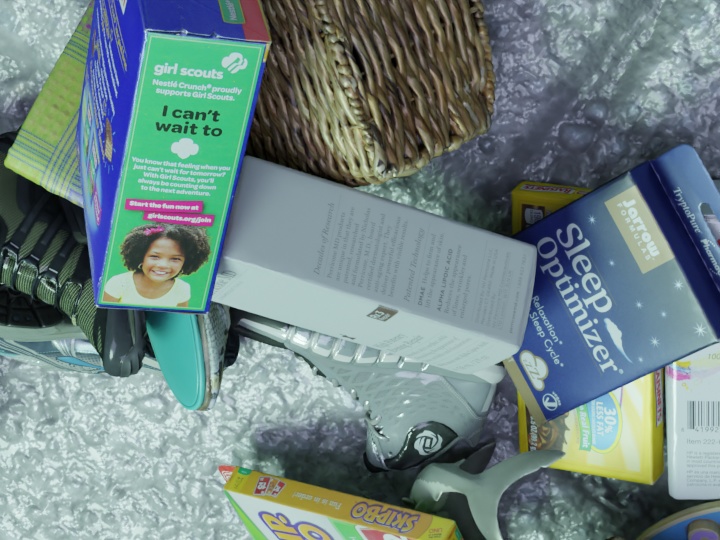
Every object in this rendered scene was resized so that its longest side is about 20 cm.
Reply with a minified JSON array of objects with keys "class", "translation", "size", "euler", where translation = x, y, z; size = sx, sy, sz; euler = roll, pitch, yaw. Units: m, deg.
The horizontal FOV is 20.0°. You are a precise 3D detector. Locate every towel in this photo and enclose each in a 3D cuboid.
[{"class":"towel","translation":[-0.117,-0.078,1.338],"size":[0.199,0.023,0.144],"euler":[28,68,-5]}]

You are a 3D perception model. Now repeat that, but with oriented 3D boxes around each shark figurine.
[{"class":"shark figurine","translation":[0.074,0.149,1.398],"size":[0.128,0.215,0.089],"euler":[39,68,17]}]

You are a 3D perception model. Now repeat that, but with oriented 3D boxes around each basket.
[{"class":"basket","translation":[-0.019,-0.158,1.293],"size":[0.148,0.142,0.201],"euler":[-9,106,48]}]

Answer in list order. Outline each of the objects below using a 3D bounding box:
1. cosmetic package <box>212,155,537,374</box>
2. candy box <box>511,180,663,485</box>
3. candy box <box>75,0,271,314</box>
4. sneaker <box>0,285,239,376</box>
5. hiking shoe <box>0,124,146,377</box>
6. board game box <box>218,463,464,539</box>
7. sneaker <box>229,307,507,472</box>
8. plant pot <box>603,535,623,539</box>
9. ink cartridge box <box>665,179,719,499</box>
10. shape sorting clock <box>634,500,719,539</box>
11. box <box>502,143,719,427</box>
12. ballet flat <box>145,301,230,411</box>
[{"class":"cosmetic package","translation":[0.000,0.000,1.273],"size":[0.199,0.102,0.075],"euler":[15,72,-14]},{"class":"candy box","translation":[0.153,0.042,1.371],"size":[0.102,0.026,0.202],"euler":[6,112,26]},{"class":"candy box","translation":[-0.116,-0.105,1.197],"size":[0.076,0.170,0.201],"euler":[1,131,-15]},{"class":"sneaker","translation":[-0.183,0.036,1.416],"size":[0.199,0.078,0.086],"euler":[14,151,-13]},{"class":"hiking shoe","translation":[-0.211,-0.004,1.341],"size":[0.100,0.201,0.076],"euler":[-21,153,-19]},{"class":"board game box","translation":[-0.009,0.186,1.401],"size":[0.199,0.030,0.096],"euler":[13,144,35]},{"class":"sneaker","translation":[-0.004,0.083,1.400],"size":[0.198,0.075,0.116],"euler":[13,114,2]},{"class":"plant pot","translation":[0.145,0.237,1.334],"size":[0.200,0.201,0.093],"euler":[-29,82,17]},{"class":"ink cartridge box","translation":[0.273,0.043,1.340],"size":[0.143,0.085,0.201],"euler":[-1,111,8]},{"class":"shape sorting clock","translation":[0.276,0.221,1.398],"size":[0.198,0.039,0.201],"euler":[4,141,4]},{"class":"box","translation":[0.159,0.011,1.307],"size":[0.200,0.032,0.122],"euler":[-31,87,42]},{"class":"ballet flat","translation":[-0.121,-0.007,1.364],"size":[0.072,0.072,0.201],"euler":[-26,83,16]}]
